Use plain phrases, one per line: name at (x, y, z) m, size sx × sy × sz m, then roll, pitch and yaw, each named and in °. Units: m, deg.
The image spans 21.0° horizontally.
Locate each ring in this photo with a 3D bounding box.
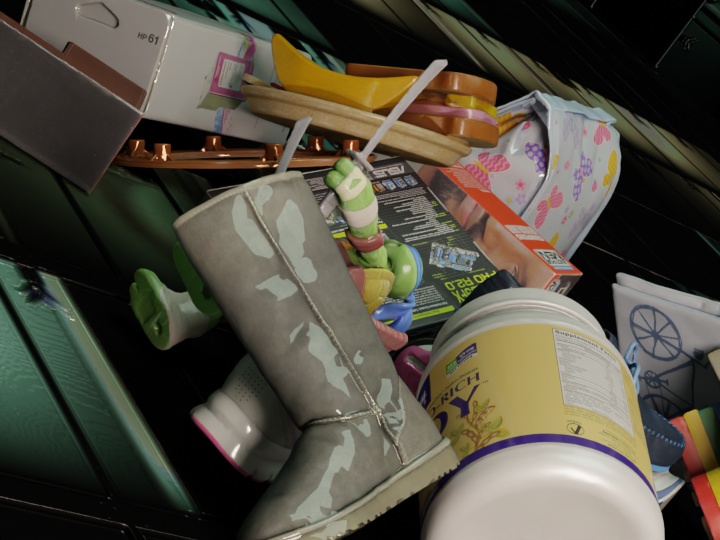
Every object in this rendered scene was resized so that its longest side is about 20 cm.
ring at (-0.088, -0.089, 1.441) m, size 0.199 × 0.019 × 0.200 m, roll 0°, pitch 5°, yaw 0°

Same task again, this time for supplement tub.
supplement tub at (0.107, 0.116, 1.212) m, size 0.145 × 0.146 × 0.200 m, roll 31°, pitch 27°, yaw -18°

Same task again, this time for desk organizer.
desk organizer at (-0.253, -0.147, 1.380) m, size 0.200 × 0.072 × 0.077 m, roll 33°, pitch 14°, yaw -11°

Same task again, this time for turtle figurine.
turtle figurine at (-0.053, -0.032, 1.253) m, size 0.193 × 0.201 × 0.144 m, roll -17°, pitch 23°, yaw -39°

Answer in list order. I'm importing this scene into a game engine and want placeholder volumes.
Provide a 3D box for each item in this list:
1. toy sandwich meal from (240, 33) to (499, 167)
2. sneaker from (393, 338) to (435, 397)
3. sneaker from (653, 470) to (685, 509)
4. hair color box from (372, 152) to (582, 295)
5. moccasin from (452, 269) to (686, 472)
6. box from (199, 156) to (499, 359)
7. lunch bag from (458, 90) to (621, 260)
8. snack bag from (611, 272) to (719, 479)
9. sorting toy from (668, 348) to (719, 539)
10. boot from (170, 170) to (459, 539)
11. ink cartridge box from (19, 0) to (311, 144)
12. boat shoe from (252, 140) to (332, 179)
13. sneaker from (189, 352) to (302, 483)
toy sandwich meal at (0.008, -0.132, 1.485) m, size 0.204 × 0.071 × 0.205 m, roll 15°, pitch 1°, yaw 0°
sneaker at (0.082, 0.092, 1.407) m, size 0.200 × 0.074 × 0.088 m, roll 29°, pitch 18°, yaw -41°
sneaker at (0.152, 0.149, 1.374) m, size 0.115 × 0.081 × 0.199 m, roll 43°, pitch 19°, yaw 15°
hair color box at (0.073, -0.018, 1.618) m, size 0.200 × 0.111 × 0.064 m, roll 43°, pitch 18°, yaw 22°
moccasin at (0.157, 0.072, 1.355) m, size 0.200 × 0.068 × 0.081 m, roll 32°, pitch 11°, yaw -22°
box at (-0.003, -0.003, 1.404) m, size 0.200 × 0.044 × 0.160 m, roll -13°, pitch 55°, yaw -43°
lunch bag at (0.133, -0.069, 1.720) m, size 0.127 × 0.200 × 0.169 m, roll 43°, pitch 18°, yaw 22°
snack bag at (0.291, 0.104, 1.540) m, size 0.200 × 0.189 × 0.021 m, roll 19°, pitch 43°, yaw 39°
sorting toy at (0.290, 0.189, 1.432) m, size 0.200 × 0.069 × 0.199 m, roll -92°, pitch 160°, yaw -69°
boot at (-0.046, 0.052, 1.083) m, size 0.182 × 0.072 × 0.201 m, roll -26°, pitch 89°, yaw -50°
ink cartridge box at (-0.157, -0.168, 1.545) m, size 0.144 × 0.085 × 0.200 m, roll 23°, pitch 7°, yaw 30°
boat shoe at (-0.019, -0.046, 1.575) m, size 0.060 × 0.074 × 0.200 m, roll 19°, pitch 21°, yaw -45°
sneaker at (-0.014, 0.081, 1.209) m, size 0.081 × 0.088 × 0.200 m, roll 44°, pitch 18°, yaw 25°
